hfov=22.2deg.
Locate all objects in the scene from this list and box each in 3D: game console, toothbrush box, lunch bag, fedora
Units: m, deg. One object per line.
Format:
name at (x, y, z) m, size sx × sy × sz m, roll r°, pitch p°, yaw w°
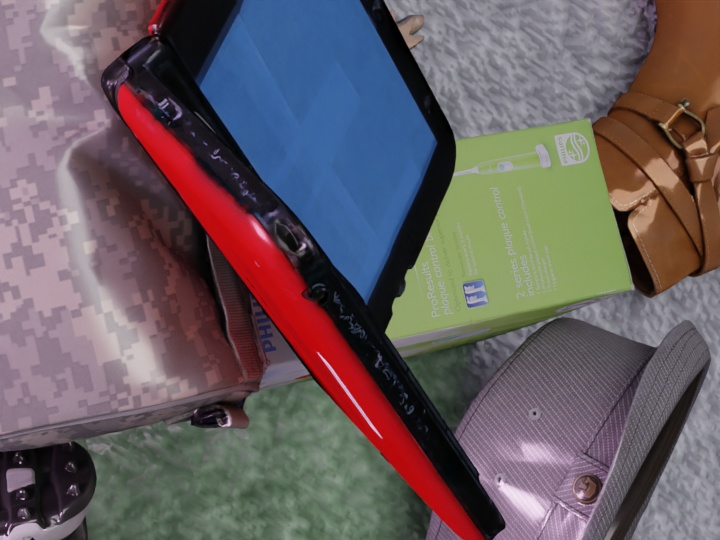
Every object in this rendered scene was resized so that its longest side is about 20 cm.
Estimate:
game console at (0.008, -0.028, 0.661) m, size 0.119 × 0.172 × 0.200 m, roll -41°, pitch 137°, yaw -6°
toothbrush box at (0.000, 0.000, 0.848) m, size 0.199 × 0.145 × 0.087 m, roll -10°, pitch 83°, yaw -29°
lunch bag at (-0.131, -0.026, 0.712) m, size 0.139 × 0.167 × 0.201 m, roll -18°, pitch 99°, yaw -73°
fedora at (0.090, 0.104, 0.883) m, size 0.090 × 0.177 × 0.201 m, roll 26°, pitch 99°, yaw 15°

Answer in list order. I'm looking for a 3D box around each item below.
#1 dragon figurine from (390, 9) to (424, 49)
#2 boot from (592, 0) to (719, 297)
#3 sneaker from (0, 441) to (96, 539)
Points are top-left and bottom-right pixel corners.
dragon figurine at (-0.026, -0.080, 0.890) m, size 0.059 × 0.099 × 0.200 m, roll 36°, pitch 70°, yaw -1°
boot at (0.166, -0.097, 0.999) m, size 0.154 × 0.074 × 0.201 m, roll -31°, pitch 78°, yaw -14°
sneaker at (-0.205, 0.125, 0.758) m, size 0.199 × 0.091 × 0.067 m, roll -7°, pitch 39°, yaw -8°
